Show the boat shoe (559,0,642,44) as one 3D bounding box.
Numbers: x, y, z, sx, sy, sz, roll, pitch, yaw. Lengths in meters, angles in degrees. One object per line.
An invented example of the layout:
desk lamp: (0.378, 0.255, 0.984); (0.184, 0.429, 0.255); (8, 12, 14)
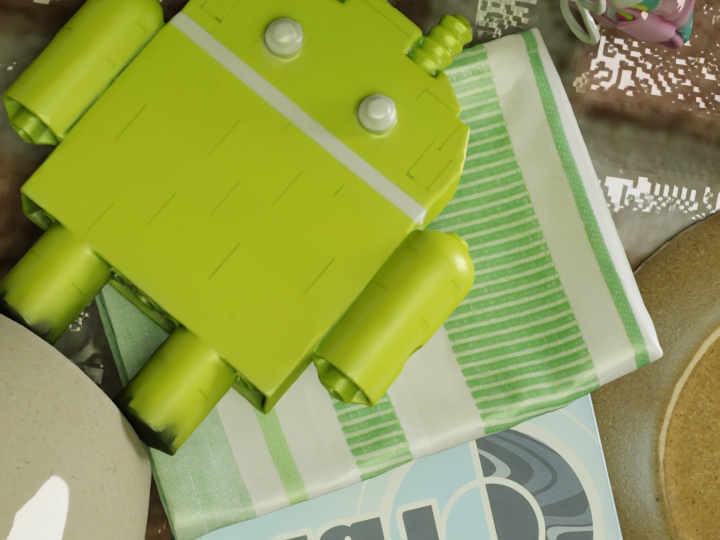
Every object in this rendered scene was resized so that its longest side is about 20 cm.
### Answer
boat shoe: (0.092, -0.122, 1.060); (0.201, 0.075, 0.087); (15, 102, -26)

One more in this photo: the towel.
towel: (0.000, 0.000, 1.132); (0.199, 0.023, 0.153); (-18, 76, -11)

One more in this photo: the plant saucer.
plant saucer: (0.182, 0.071, 1.220); (0.199, 0.035, 0.202); (-3, 103, -13)

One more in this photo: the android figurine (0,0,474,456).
android figurine: (-0.040, -0.034, 1.108); (0.182, 0.041, 0.200); (41, 77, 7)

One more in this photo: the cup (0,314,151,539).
cup: (-0.157, 0.097, 1.082); (0.200, 0.200, 0.143); (47, 66, -17)

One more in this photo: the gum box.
gum box: (0.015, 0.110, 1.158); (0.169, 0.045, 0.201); (-13, 87, -10)

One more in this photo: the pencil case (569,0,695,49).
pencil case: (0.132, -0.186, 1.128); (0.087, 0.087, 0.201); (28, 95, -17)
